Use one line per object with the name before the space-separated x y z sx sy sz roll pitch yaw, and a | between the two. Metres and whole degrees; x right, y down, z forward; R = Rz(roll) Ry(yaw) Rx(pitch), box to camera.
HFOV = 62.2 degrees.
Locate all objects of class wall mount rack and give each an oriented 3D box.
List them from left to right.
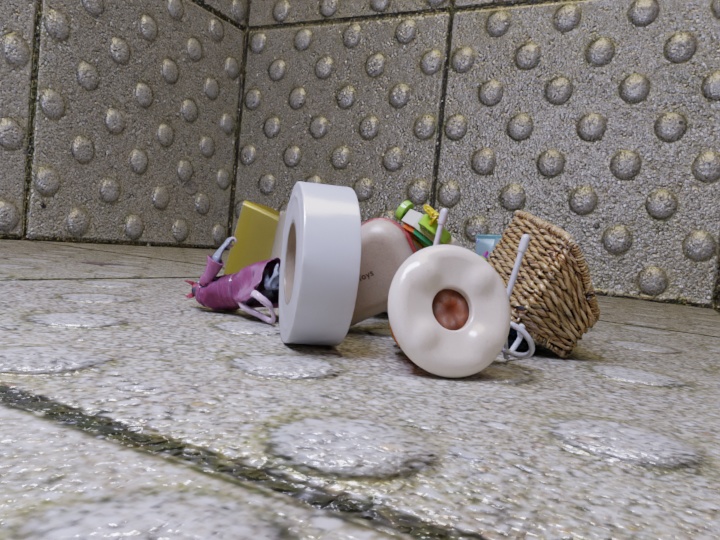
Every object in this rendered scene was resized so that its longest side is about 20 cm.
wall mount rack | 0.146 0.024 0.770 0.198 0.175 0.075 22 52 33

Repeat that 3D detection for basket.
basket | 0.282 0.019 0.903 0.142 0.150 0.200 32 8 -15

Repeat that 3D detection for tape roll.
tape roll | -0.057 -0.009 0.754 0.070 0.206 0.202 4 3 -14

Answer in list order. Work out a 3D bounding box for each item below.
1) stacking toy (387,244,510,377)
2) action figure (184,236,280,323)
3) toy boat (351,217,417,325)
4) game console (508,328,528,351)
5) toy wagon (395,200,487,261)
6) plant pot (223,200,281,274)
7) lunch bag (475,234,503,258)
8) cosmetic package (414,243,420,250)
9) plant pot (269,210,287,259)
stacking toy | 0.079 0.064 0.731 0.144 0.148 0.200 5 -16 -13
action figure | -0.198 0.039 0.951 0.197 0.135 0.150 -6 42 17
toy boat | 0.000 0.000 0.918 0.198 0.132 0.131 -24 7 17
game console | 0.191 0.050 0.956 0.173 0.118 0.200 6 3 18
toy wagon | 0.117 -0.042 0.878 0.155 0.040 0.200 40 1 23
plant pot | -0.212 -0.048 1.503 0.174 0.203 0.200 17 4 5
lunch bag | 0.319 0.021 1.208 0.121 0.173 0.198 4 -3 44
cosmetic package | 0.047 -0.038 1.111 0.102 0.074 0.199 18 8 30
plant pot | -0.122 -0.034 1.322 0.197 0.187 0.200 5 3 0
